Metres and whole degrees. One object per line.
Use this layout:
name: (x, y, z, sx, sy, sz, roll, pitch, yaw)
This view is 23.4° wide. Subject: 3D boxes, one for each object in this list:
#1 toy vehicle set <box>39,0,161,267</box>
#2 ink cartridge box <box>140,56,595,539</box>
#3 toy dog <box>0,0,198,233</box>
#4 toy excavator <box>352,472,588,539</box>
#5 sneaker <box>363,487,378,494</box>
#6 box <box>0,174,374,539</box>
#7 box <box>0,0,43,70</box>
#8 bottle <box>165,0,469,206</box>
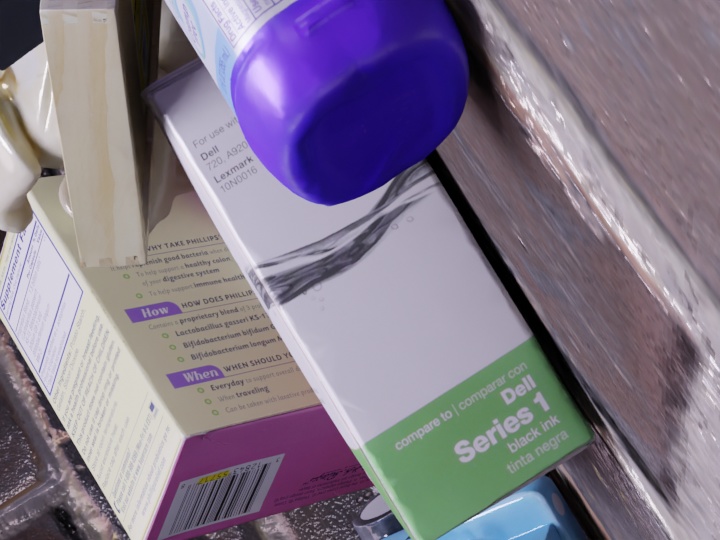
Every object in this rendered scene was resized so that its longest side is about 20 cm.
toy vehicle set: (-0.100, -0.115, 0.703, 0.201, 0.026, 0.125, -94, 3, -45)
ink cartridge box: (0.000, 0.000, 0.710, 0.201, 0.084, 0.146, 59, 176, 0)
toy dog: (-0.154, -0.110, 0.898, 0.199, 0.139, 0.196, 9, 112, 35)
toy excavator: (0.073, 0.164, 0.839, 0.100, 0.193, 0.200, 58, -156, -10)
sneaker: (0.048, 0.139, 1.172, 0.201, 0.090, 0.067, 56, 177, 28)
box: (-0.086, 0.038, 0.994, 0.200, 0.175, 0.097, 53, 136, 30)
box: (-0.204, -0.209, 0.781, 0.141, 0.078, 0.202, 14, -121, -51)
bottle: (-0.044, -0.115, 0.501, 0.201, 0.065, 0.084, 57, 177, 21)
